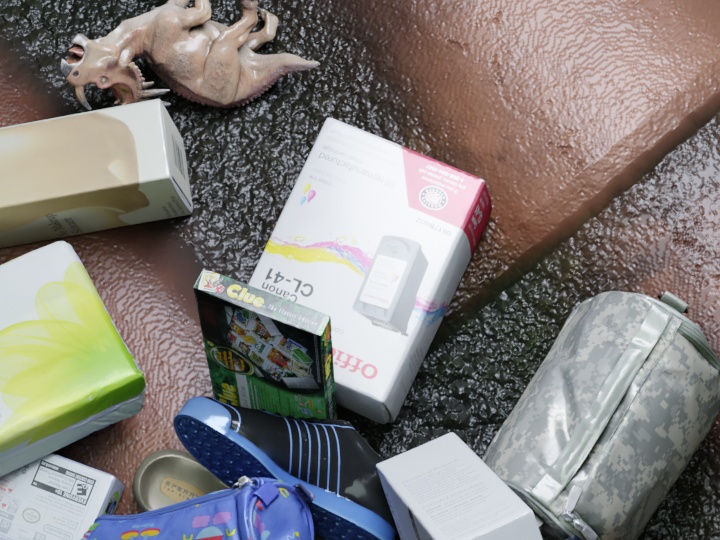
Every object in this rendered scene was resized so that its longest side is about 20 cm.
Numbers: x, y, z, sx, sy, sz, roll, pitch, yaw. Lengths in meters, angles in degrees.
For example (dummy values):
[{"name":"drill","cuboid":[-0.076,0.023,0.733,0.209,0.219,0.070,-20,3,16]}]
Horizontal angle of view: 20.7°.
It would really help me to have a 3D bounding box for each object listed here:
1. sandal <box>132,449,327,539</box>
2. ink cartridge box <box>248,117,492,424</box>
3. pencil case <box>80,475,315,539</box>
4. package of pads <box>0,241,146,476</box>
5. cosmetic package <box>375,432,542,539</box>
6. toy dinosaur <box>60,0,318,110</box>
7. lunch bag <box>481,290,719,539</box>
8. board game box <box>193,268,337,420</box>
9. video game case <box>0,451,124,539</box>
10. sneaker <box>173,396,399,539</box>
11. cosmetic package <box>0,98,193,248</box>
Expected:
[{"name":"sandal","cuboid":[-0.089,0.194,1.550,0.199,0.054,0.081,21,78,7]},{"name":"ink cartridge box","cuboid":[0.000,0.000,1.582,0.147,0.086,0.201,22,76,12]},{"name":"pencil case","cuboid":[-0.128,0.210,1.495,0.199,0.078,0.087,-17,94,33]},{"name":"package of pads","cuboid":[-0.289,0.078,1.570,0.199,0.068,0.155,-24,61,-16]},{"name":"cosmetic package","cuboid":[0.078,0.197,1.413,0.074,0.200,0.102,-22,104,-10]},{"name":"toy dinosaur","cuboid":[-0.141,-0.174,1.653,0.199,0.086,0.136,20,87,-5]},{"name":"lunch bag","cuboid":[0.180,0.119,1.484,0.139,0.168,0.201,32,80,14]},{"name":"board game box","cuboid":[-0.070,0.071,1.509,0.104,0.200,0.024,18,63,10]},{"name":"video game case","cuboid":[-0.314,0.219,1.574,0.199,0.045,0.182,19,75,11]},{"name":"sneaker","cuboid":[-0.047,0.142,1.520,0.199,0.070,0.078,33,56,-10]},{"name":"cosmetic package","cuboid":[-0.246,-0.075,1.621,0.199,0.105,0.072,-11,73,5]}]
